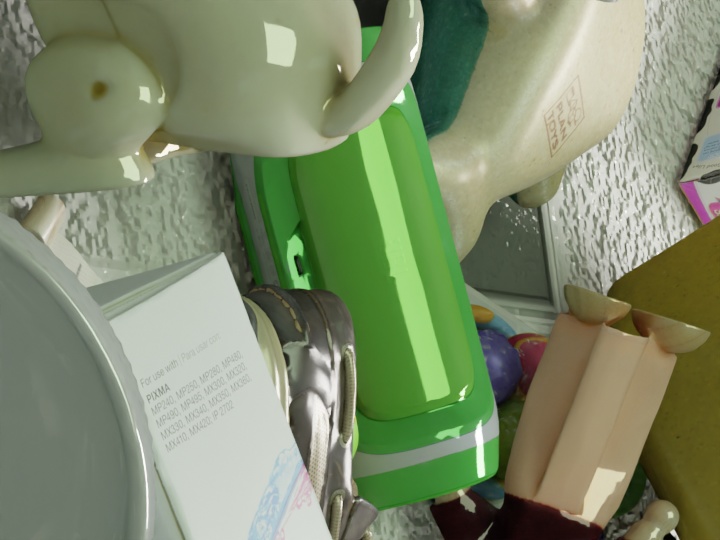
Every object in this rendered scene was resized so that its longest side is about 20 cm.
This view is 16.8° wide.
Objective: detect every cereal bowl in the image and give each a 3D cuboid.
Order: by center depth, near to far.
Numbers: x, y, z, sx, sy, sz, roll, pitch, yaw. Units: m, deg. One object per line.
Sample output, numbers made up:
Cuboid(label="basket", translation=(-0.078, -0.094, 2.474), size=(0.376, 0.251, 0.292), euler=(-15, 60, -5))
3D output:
Cuboid(label="cereal bowl", translation=(-0.159, 0.062, 0.745), size=(0.083, 0.200, 0.201), euler=(-95, 165, -80))

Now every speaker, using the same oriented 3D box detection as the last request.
Cuboid(label="speaker", translation=(0.000, 0.000, 1.058), size=(0.088, 0.088, 0.201), euler=(-16, 91, -55))

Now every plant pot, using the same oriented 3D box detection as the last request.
Cuboid(label="plant pot", translation=(0.230, 0.073, 1.239), size=(0.200, 0.194, 0.196), euler=(59, 3, 34))

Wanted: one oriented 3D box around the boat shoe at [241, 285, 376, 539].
Cuboid(label="boat shoe", translation=(-0.028, 0.098, 0.921), size=(0.073, 0.074, 0.201), euler=(-16, 124, -31))

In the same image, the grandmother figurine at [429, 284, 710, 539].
Cuboid(label="grandmother figurine", translation=(0.087, 0.109, 1.116), size=(0.061, 0.121, 0.201), euler=(147, -39, -89))

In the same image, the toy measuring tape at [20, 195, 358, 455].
Cuboid(label="toy measuring tape", translation=(-0.056, 0.042, 0.978), size=(0.200, 0.073, 0.074), euler=(54, 40, -29))

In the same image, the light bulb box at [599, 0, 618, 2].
Cuboid(label="light bulb box", translation=(0.047, -0.246, 1.061), size=(0.199, 0.125, 0.199), euler=(13, 76, -4))

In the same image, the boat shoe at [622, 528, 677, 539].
Cuboid(label="boat shoe", translation=(0.112, 0.198, 1.159), size=(0.075, 0.073, 0.200), euler=(53, 35, -22))

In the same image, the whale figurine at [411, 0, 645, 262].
Cuboid(label="whale figurine", translation=(0.058, -0.093, 1.172), size=(0.200, 0.104, 0.159), euler=(-55, 149, -30))

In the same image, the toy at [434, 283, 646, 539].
Cuboid(label="toy", translation=(0.079, 0.067, 1.178), size=(0.200, 0.047, 0.115), euler=(36, 50, -44))

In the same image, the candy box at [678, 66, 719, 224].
Cuboid(label="candy box", translation=(0.269, -0.073, 1.484), size=(0.137, 0.061, 0.200), euler=(55, 39, -28))

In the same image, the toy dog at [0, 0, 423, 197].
Cuboid(label="toy dog", translation=(-0.079, -0.137, 0.911), size=(0.139, 0.194, 0.201), euler=(-19, 103, -46))

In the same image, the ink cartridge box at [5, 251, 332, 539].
Cuboid(label="ink cartridge box", translation=(-0.087, 0.109, 0.843), size=(0.083, 0.145, 0.200), euler=(-32, 105, -55))
